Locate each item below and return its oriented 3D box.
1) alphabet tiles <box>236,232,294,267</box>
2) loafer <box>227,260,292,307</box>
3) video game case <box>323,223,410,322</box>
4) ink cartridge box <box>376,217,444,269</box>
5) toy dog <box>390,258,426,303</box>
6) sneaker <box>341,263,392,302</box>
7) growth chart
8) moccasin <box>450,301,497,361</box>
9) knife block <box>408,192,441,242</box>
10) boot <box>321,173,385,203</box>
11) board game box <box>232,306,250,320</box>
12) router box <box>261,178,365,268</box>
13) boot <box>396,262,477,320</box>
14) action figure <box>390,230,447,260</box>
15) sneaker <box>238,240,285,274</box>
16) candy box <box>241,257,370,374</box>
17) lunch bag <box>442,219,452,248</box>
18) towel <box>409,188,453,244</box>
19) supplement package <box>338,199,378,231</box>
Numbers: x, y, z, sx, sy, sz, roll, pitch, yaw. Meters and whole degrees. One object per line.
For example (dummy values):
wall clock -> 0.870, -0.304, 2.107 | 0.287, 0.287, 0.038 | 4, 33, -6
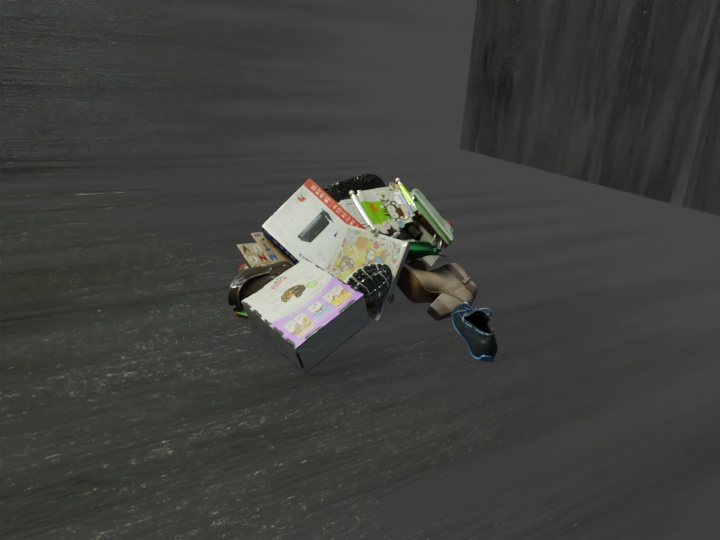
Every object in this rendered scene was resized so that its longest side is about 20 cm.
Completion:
alphabet tiles -> -0.203, -0.034, 1.387 | 0.198, 0.008, 0.168 | -8, 53, -52
loafer -> -0.202, 0.029, 1.228 | 0.070, 0.075, 0.198 | 21, 31, 32
video game case -> 0.000, 0.000, 1.290 | 0.197, 0.186, 0.023 | 18, -6, 35
ink cartridge box -> 0.106, -0.084, 1.446 | 0.067, 0.200, 0.116 | -47, 2, -23
toy dog -> 0.066, 0.029, 1.375 | 0.195, 0.099, 0.133 | -12, 26, -2
sneaker -> -0.024, 0.040, 1.224 | 0.197, 0.079, 0.086 | -30, 16, -6
growth chart -> 0.065, -0.154, 1.357 | 0.197, 0.018, 0.146 | -19, 62, -41
moccasin -> 0.246, 0.113, 1.171 | 0.078, 0.070, 0.201 | 3, 22, -12
knife block -> 0.141, -0.099, 1.534 | 0.064, 0.200, 0.175 | -49, 15, -24
boot -> -0.045, -0.214, 1.620 | 0.207, 0.082, 0.157 | -11, -4, -33
board game box -> -0.193, 0.073, 1.258 | 0.093, 0.031, 0.199 | 12, 19, 21
router box -> -0.114, -0.097, 1.408 | 0.199, 0.049, 0.180 | 41, 72, 7
boot -> 0.175, 0.023, 1.315 | 0.145, 0.071, 0.201 | -34, 77, -34
action figure -> 0.093, -0.053, 1.322 | 0.195, 0.056, 0.118 | -2, -19, 27
sneaker -> -0.243, -0.024, 1.410 | 0.098, 0.071, 0.199 | 43, 32, 15
candy box -> -0.107, 0.079, 1.093 | 0.166, 0.073, 0.198 | -35, 42, -24
lunch bag -> 0.172, -0.110, 1.698 | 0.194, 0.084, 0.176 | 4, -5, 0
towel -> 0.175, -0.137, 1.375 | 0.153, 0.023, 0.200 | 49, 14, -2
supplement package -> -0.023, -0.121, 1.576 | 0.153, 0.114, 0.199 | -10, -4, -33
